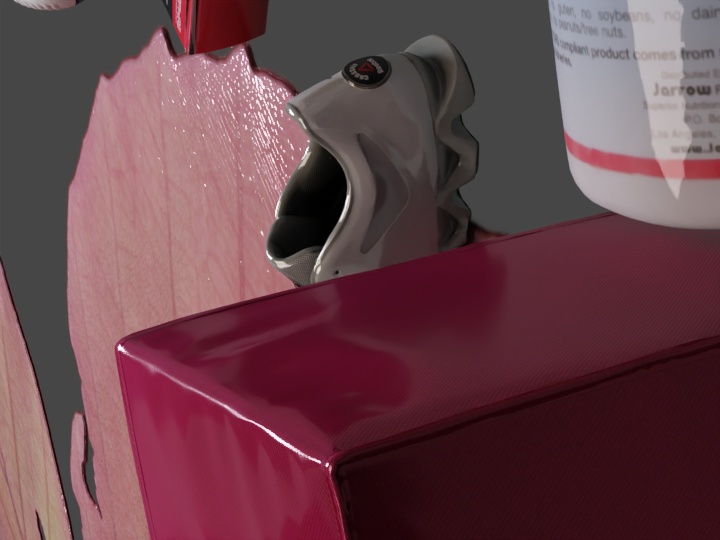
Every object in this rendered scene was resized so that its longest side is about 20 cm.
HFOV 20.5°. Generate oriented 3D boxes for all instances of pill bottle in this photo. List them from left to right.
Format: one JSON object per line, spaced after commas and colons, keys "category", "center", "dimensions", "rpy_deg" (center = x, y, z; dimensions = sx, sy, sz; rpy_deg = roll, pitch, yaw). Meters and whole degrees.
{"category": "pill bottle", "center": [0.091, -0.119, 0.473], "dimensions": [0.109, 0.108, 0.202], "rpy_deg": [-152, 51, -65]}

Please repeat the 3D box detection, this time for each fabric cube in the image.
{"category": "fabric cube", "center": [0.059, 0.103, 0.590], "dimensions": [0.199, 0.194, 0.202], "rpy_deg": [-166, 64, -67]}

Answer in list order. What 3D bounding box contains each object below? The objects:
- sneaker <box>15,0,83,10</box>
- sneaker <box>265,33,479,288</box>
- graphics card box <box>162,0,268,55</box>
{"category": "sneaker", "center": [-0.223, -0.275, 1.300], "dimensions": [0.130, 0.079, 0.201], "rpy_deg": [88, 169, -55]}
{"category": "sneaker", "center": [0.000, 0.000, 0.853], "dimensions": [0.074, 0.088, 0.202], "rpy_deg": [-133, 33, -52]}
{"category": "graphics card box", "center": [-0.098, -0.227, 1.025], "dimensions": [0.126, 0.050, 0.201], "rpy_deg": [100, 149, -50]}
